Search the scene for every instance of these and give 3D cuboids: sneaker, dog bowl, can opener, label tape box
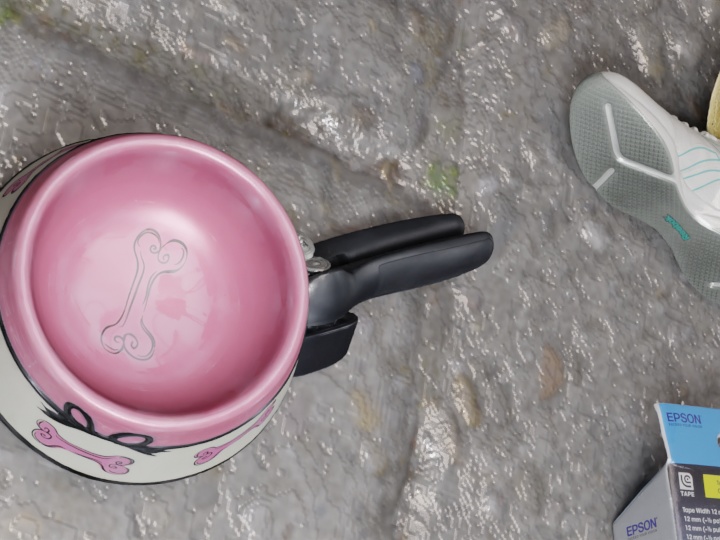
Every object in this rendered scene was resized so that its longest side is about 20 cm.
[{"bbox_3d":[0.212,-0.065,1.755,0.200,0.070,0.080,47,45,-23],"label":"sneaker"},{"bbox_3d":[-0.116,0.014,1.436,0.200,0.074,0.200,5,74,-18],"label":"dog bowl"},{"bbox_3d":[0.000,0.000,1.580,0.063,0.079,0.200,36,40,28],"label":"can opener"},{"bbox_3d":[0.237,0.193,1.676,0.143,0.066,0.200,8,66,-35],"label":"label tape box"}]

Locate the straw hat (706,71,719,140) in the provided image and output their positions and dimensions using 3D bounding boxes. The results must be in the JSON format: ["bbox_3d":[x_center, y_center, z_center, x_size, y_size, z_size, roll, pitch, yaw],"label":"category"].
[{"bbox_3d":[0.320,-0.121,1.834,0.201,0.201,0.085,31,15,-25],"label":"straw hat"}]
